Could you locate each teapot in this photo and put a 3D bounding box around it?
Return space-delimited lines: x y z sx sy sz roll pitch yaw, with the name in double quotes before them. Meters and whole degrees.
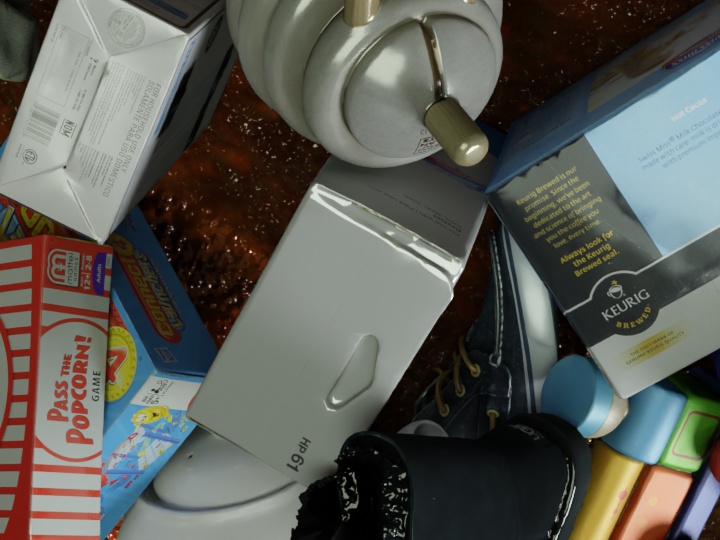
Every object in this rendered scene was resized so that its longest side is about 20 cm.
"teapot" -0.062 0.142 0.891 0.199 0.197 0.147 -21 109 -15

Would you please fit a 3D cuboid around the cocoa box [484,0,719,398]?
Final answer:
"cocoa box" 0.182 -0.057 0.787 0.200 0.133 0.131 -32 101 21

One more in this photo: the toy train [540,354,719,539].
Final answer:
"toy train" 0.126 0.141 0.858 0.115 0.085 0.201 16 105 -28

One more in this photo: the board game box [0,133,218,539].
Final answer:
"board game box" -0.183 0.052 0.885 0.196 0.056 0.200 -51 53 24

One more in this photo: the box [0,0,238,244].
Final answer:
"box" -0.106 -0.106 0.791 0.060 0.200 0.117 26 112 -1

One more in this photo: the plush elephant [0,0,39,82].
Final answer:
"plush elephant" -0.233 -0.183 0.827 0.199 0.165 0.155 -3 156 46

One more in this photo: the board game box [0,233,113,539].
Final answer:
"board game box" -0.214 0.067 0.840 0.199 0.046 0.152 -8 77 41

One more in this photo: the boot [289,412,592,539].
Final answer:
"boot" 0.025 0.163 0.766 0.076 0.168 0.201 29 110 36

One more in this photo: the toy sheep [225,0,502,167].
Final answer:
"toy sheep" 0.004 -0.117 0.719 0.137 0.200 0.138 -15 138 -14

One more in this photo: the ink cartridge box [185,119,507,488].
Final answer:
"ink cartridge box" 0.000 0.000 0.811 0.084 0.200 0.145 29 114 -1

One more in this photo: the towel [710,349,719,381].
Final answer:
"towel" 0.246 0.040 0.778 0.148 0.200 0.050 -38 110 24

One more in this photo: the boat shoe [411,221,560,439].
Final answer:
"boat shoe" 0.069 0.063 0.891 0.090 0.071 0.201 -4 113 9
